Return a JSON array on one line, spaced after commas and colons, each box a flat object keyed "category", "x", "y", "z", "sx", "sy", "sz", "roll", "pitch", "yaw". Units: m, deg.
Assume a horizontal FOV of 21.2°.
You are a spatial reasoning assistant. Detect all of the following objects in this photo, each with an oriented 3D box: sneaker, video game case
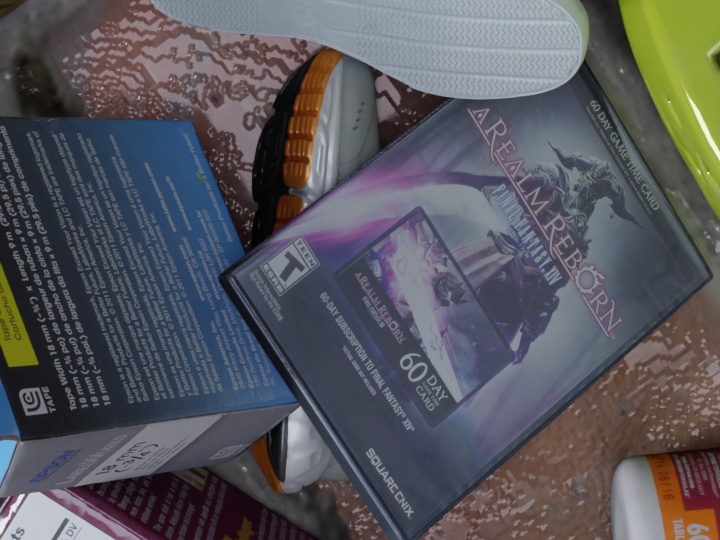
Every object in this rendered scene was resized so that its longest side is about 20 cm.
[{"category": "sneaker", "x": 0.000, "y": 0.000, "z": 0.880, "sx": 0.091, "sy": 0.076, "sz": 0.202, "roll": 2, "pitch": 98, "yaw": -21}, {"category": "sneaker", "x": 0.006, "y": -0.132, "z": 0.835, "sx": 0.198, "sy": 0.071, "sz": 0.074, "roll": 16, "pitch": 131, "yaw": 8}, {"category": "video game case", "x": 0.052, "y": 0.003, "z": 0.850, "sx": 0.199, "sy": 0.019, "sz": 0.144, "roll": -38, "pitch": 103, "yaw": -20}]

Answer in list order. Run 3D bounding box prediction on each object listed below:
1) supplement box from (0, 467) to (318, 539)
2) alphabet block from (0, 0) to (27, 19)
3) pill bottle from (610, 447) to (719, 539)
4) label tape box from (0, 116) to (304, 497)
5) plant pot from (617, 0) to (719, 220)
[{"category": "supplement box", "x": -0.078, "y": 0.161, "z": 0.869, "sx": 0.199, "sy": 0.131, "sz": 0.104, "roll": 33, "pitch": 100, "yaw": -4}, {"category": "alphabet block", "x": -0.192, "y": -0.193, "z": 0.777, "sx": 0.199, "sy": 0.196, "sz": 0.196, "roll": -31, "pitch": 100, "yaw": 5}, {"category": "pill bottle", "x": 0.218, "y": 0.131, "z": 0.872, "sx": 0.198, "sy": 0.110, "sz": 0.111, "roll": -5, "pitch": 100, "yaw": 2}, {"category": "label tape box", "x": -0.132, "y": 0.012, "z": 0.790, "sx": 0.063, "sy": 0.199, "sz": 0.145, "roll": -37, "pitch": 68, "yaw": 36}, {"category": "plant pot", "x": 0.193, "y": -0.125, "z": 0.789, "sx": 0.199, "sy": 0.200, "sz": 0.182, "roll": -39, "pitch": 90, "yaw": 7}]
